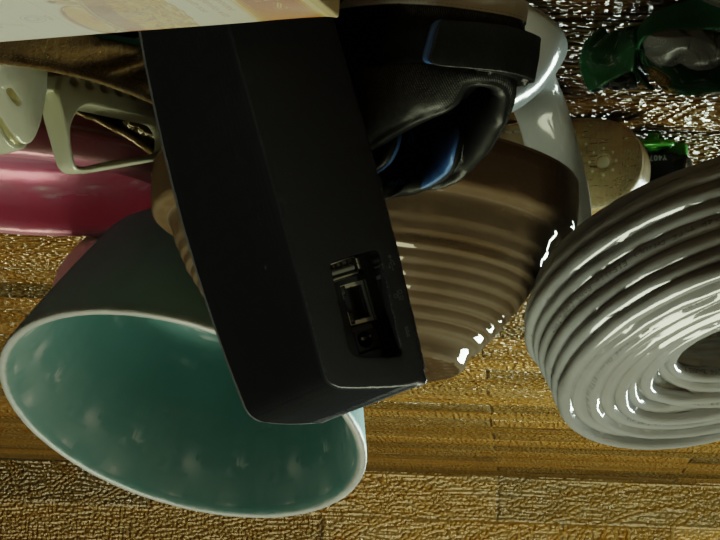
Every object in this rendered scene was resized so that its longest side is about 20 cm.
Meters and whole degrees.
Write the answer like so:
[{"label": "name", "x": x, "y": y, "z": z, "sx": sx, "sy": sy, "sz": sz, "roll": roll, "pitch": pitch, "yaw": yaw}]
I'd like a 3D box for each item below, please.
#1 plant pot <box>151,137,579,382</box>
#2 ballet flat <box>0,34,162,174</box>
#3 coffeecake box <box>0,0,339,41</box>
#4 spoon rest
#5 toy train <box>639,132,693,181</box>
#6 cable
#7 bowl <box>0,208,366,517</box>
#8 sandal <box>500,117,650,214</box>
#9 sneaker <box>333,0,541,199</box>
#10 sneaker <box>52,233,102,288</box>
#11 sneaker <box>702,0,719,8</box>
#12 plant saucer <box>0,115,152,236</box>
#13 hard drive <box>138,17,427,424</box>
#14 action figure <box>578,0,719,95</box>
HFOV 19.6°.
[{"label": "plant pot", "x": 0.000, "y": 0.000, "z": 0.970, "sx": 0.200, "sy": 0.093, "sz": 0.201, "roll": 3, "pitch": 169, "yaw": 1}, {"label": "ballet flat", "x": -0.139, "y": -0.083, "z": 0.957, "sx": 0.068, "sy": 0.073, "sz": 0.200, "roll": -5, "pitch": 166, "yaw": 41}, {"label": "coffeecake box", "x": -0.123, "y": -0.133, "z": 0.696, "sx": 0.199, "sy": 0.073, "sz": 0.153, "roll": -2, "pitch": 168, "yaw": 20}, {"label": "spoon rest", "x": 0.062, "y": -0.083, "z": 0.989, "sx": 0.099, "sy": 0.061, "sz": 0.200, "roll": -4, "pitch": 154, "yaw": 23}, {"label": "toy train", "x": 0.090, "y": -0.050, "z": 1.162, "sx": 0.199, "sy": 0.042, "sz": 0.056, "roll": -2, "pitch": 178, "yaw": 22}, {"label": "cable", "x": 0.172, "y": 0.012, "z": 0.947, "sx": 0.199, "sy": 0.069, "sz": 0.200, "roll": -16, "pitch": 155, "yaw": 5}, {"label": "bowl", "x": -0.083, "y": 0.038, "z": 1.121, "sx": 0.200, "sy": 0.105, "sz": 0.201, "roll": 11, "pitch": 147, "yaw": 7}, {"label": "sandal", "x": 0.042, "y": -0.050, "z": 1.102, "sx": 0.211, "sy": 0.078, "sz": 0.070, "roll": -10, "pitch": 160, "yaw": 20}, {"label": "sneaker", "x": -0.004, "y": -0.080, "z": 0.839, "sx": 0.073, "sy": 0.112, "sz": 0.200, "roll": 10, "pitch": 167, "yaw": -29}, {"label": "sneaker", "x": -0.082, "y": -0.003, "z": 1.234, "sx": 0.111, "sy": 0.077, "sz": 0.200, "roll": -6, "pitch": -172, "yaw": 40}, {"label": "sneaker", "x": 0.180, "y": -0.116, "z": 0.762, "sx": 0.199, "sy": 0.076, "sz": 0.091, "roll": 14, "pitch": 176, "yaw": -31}, {"label": "plant saucer", "x": -0.186, "y": -0.063, "z": 1.127, "sx": 0.200, "sy": 0.051, "sz": 0.201, "roll": 3, "pitch": 168, "yaw": 1}, {"label": "hard drive", "x": -0.037, "y": -0.040, "z": 0.813, "sx": 0.042, "sy": 0.201, "sz": 0.135, "roll": -13, "pitch": 174, "yaw": -22}, {"label": "action figure", "x": 0.192, "y": -0.091, "z": 0.906, "sx": 0.199, "sy": 0.055, "sz": 0.118, "roll": 3, "pitch": 172, "yaw": 21}]
